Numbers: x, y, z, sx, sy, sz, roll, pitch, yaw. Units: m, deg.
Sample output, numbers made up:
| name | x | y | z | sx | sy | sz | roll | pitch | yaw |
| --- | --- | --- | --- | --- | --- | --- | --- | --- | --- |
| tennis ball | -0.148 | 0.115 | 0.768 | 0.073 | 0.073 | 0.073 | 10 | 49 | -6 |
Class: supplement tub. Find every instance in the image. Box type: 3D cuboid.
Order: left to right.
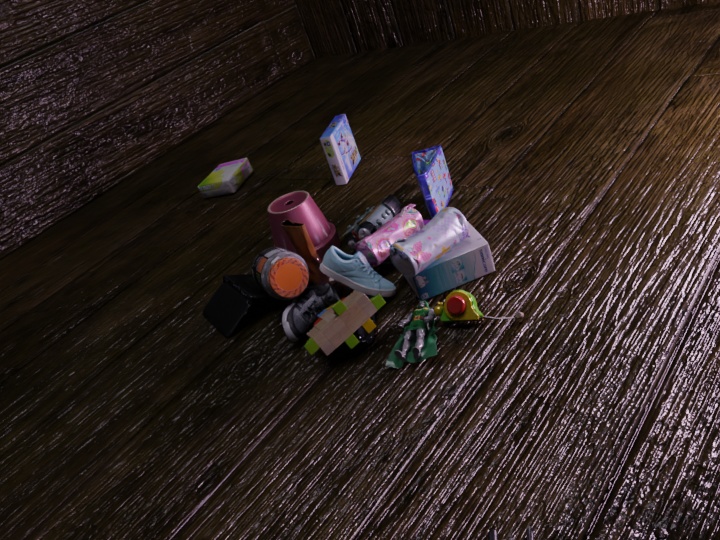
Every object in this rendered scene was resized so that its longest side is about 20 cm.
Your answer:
| name | x | y | z | sx | sy | sz | roll | pitch | yaw |
| --- | --- | --- | --- | --- | --- | --- | --- | --- | --- |
| supplement tub | -0.200 | 0.007 | 1.752 | 0.122 | 0.123 | 0.200 | -28 | 15 | -12 |

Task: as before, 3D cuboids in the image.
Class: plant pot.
| name | x | y | z | sx | sy | sz | roll | pitch | yaw |
| --- | --- | --- | --- | --- | --- | --- | --- | --- | --- |
| plant pot | -0.178 | -0.122 | 2.003 | 0.199 | 0.179 | 0.200 | -16 | 30 | 10 |

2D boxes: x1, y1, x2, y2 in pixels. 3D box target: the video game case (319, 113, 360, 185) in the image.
| name | x | y | z | sx | sy | sz | roll | pitch | yaw |
| --- | --- | --- | --- | --- | --- | --- | --- | --- | --- |
| video game case | -0.067 | -0.425 | 2.437 | 0.045 | 0.182 | 0.200 | -6 | 33 | 22 |

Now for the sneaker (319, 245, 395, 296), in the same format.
| name | x | y | z | sx | sy | sz | roll | pitch | yaw |
| --- | --- | --- | --- | --- | --- | --- | --- | --- | --- |
| sneaker | 0.000 | 0.000 | 1.703 | 0.200 | 0.082 | 0.074 | 21 | 24 | 3 |

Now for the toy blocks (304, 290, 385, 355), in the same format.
| name | x | y | z | sx | sy | sz | roll | pitch | yaw |
| --- | --- | --- | --- | --- | --- | --- | --- | --- | --- |
| toy blocks | -0.051 | 0.113 | 1.572 | 0.200 | 0.100 | 0.137 | -41 | 14 | -11 |

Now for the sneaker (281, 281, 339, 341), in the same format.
| name | x | y | z | sx | sy | sz | roll | pitch | yaw |
| --- | --- | --- | --- | --- | --- | --- | --- | --- | --- |
| sneaker | -0.114 | 0.089 | 1.693 | 0.114 | 0.076 | 0.200 | -24 | 22 | 27 |

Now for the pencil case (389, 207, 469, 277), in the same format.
| name | x | y | z | sx | sy | sz | roll | pitch | yaw |
| --- | --- | --- | --- | --- | --- | --- | --- | --- | --- |
| pencil case | 0.160 | -0.068 | 1.617 | 0.200 | 0.083 | 0.091 | -34 | 68 | -23 |

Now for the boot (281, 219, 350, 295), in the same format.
| name | x | y | z | sx | sy | sz | roll | pitch | yaw |
| --- | --- | --- | --- | --- | --- | --- | --- | --- | --- |
| boot | -0.112 | -0.038 | 1.798 | 0.068 | 0.200 | 0.188 | -32 | 31 | -23 |

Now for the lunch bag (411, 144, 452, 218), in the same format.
| name | x | y | z | sx | sy | sz | roll | pitch | yaw |
| --- | --- | --- | --- | --- | --- | --- | --- | --- | --- |
| lunch bag | 0.205 | -0.244 | 1.990 | 0.094 | 0.151 | 0.200 | -13 | 30 | 15 |

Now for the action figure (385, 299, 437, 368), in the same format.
| name | x | y | z | sx | sy | sz | roll | pitch | yaw |
| --- | --- | --- | --- | --- | --- | --- | --- | --- | --- |
| action figure | 0.124 | 0.128 | 1.525 | 0.118 | 0.055 | 0.200 | -12 | 26 | 22 |

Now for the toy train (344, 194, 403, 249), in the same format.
| name | x | y | z | sx | sy | sz | roll | pitch | yaw |
| --- | --- | --- | --- | --- | --- | --- | --- | --- | --- |
| toy train | 0.038 | -0.135 | 1.950 | 0.114 | 0.085 | 0.200 | -34 | 10 | 47 |

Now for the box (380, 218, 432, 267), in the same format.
| name | x | y | z | sx | sy | sz | roll | pitch | yaw |
| --- | --- | --- | --- | --- | --- | --- | --- | --- | --- |
| box | 0.112 | -0.079 | 1.893 | 0.143 | 0.036 | 0.200 | 5 | 37 | 40 |

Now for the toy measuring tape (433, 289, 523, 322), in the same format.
| name | x | y | z | sx | sy | sz | roll | pitch | yaw |
| --- | --- | --- | --- | --- | --- | --- | --- | --- | --- |
| toy measuring tape | 0.252 | 0.075 | 1.504 | 0.200 | 0.074 | 0.074 | -4 | 33 | 29 |

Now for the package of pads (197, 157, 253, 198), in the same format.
| name | x | y | z | sx | sy | sz | roll | pitch | yaw |
| --- | --- | --- | --- | --- | --- | --- | --- | --- | --- |
| package of pads | -0.529 | -0.366 | 2.751 | 0.154 | 0.068 | 0.200 | -7 | 33 | 26 |

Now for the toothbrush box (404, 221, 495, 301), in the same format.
| name | x | y | z | sx | sy | sz | roll | pitch | yaw |
| --- | --- | --- | --- | --- | --- | --- | --- | --- | --- |
| toothbrush box | 0.204 | -0.027 | 1.693 | 0.200 | 0.085 | 0.146 | -24 | 30 | -3 |

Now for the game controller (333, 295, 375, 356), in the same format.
| name | x | y | z | sx | sy | sz | roll | pitch | yaw |
| --- | --- | --- | --- | --- | --- | --- | --- | --- | --- |
| game controller | -0.014 | 0.128 | 1.636 | 0.104 | 0.042 | 0.200 | -28 | 26 | 18 |

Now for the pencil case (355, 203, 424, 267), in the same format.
| name | x | y | z | sx | sy | sz | roll | pitch | yaw |
| --- | --- | --- | --- | --- | --- | --- | --- | --- | --- |
| pencil case | 0.079 | -0.092 | 1.816 | 0.200 | 0.088 | 0.087 | -38 | 34 | -25 |

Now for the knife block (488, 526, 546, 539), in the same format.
| name | x | y | z | sx | sy | sz | roll | pitch | yaw |
| --- | --- | --- | --- | --- | --- | --- | --- | --- | --- |
| knife block | 0.197 | 0.445 | 0.933 | 0.200 | 0.064 | 0.175 | -35 | 32 | -23 |

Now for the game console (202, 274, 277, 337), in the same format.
| name | x | y | z | sx | sy | sz | roll | pitch | yaw |
| --- | --- | --- | --- | --- | --- | --- | --- | --- | --- |
| game console | -0.315 | 0.092 | 1.899 | 0.176 | 0.117 | 0.200 | -2 | 18 | -33 |
